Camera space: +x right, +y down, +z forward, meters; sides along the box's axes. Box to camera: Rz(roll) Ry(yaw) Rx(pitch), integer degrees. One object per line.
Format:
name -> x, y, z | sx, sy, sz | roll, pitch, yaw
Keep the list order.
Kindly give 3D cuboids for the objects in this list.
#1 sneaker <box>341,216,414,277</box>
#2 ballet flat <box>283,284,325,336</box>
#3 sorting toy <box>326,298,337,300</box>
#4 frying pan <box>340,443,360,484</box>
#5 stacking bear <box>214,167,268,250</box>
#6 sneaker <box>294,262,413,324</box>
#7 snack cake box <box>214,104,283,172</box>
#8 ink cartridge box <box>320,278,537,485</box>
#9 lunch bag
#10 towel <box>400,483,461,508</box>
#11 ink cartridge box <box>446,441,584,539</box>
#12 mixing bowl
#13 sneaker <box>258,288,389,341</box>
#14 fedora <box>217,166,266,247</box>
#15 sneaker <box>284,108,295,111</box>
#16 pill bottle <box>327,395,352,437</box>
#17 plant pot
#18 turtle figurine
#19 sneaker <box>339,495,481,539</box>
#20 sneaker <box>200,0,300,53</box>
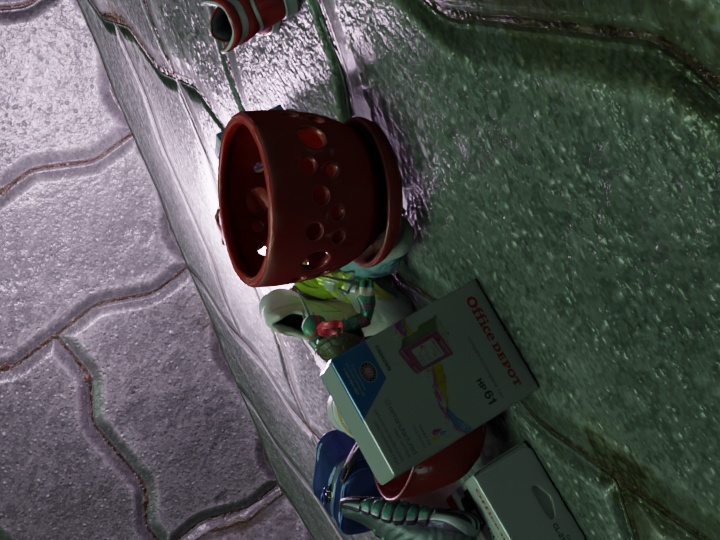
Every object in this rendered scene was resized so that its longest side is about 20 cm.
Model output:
sneaker -> 0.030, -0.030, 1.470 | 0.081, 0.075, 0.199 | 23, 169, -25
ballet flat -> -0.093, 0.066, 1.746 | 0.068, 0.071, 0.200 | 59, 165, 14
sorting toy -> -0.030, 0.058, 1.793 | 0.202, 0.069, 0.200 | 67, 166, -15
frying pan -> 0.025, 0.237, 1.781 | 0.031, 0.114, 0.193 | 33, -134, -32
stacking bear -> -0.098, -0.093, 1.499 | 0.115, 0.198, 0.122 | 56, 165, 22
sneaker -> 0.000, 0.000, 1.595 | 0.197, 0.106, 0.076 | 20, 152, 23
snack cake box -> -0.121, -0.129, 1.682 | 0.202, 0.114, 0.067 | 59, 161, 15
ink cartridge box -> 0.077, 0.123, 1.274 | 0.146, 0.198, 0.085 | 59, 162, 10
lunch bag -> 0.020, 0.339, 1.851 | 0.132, 0.197, 0.138 | 40, 132, 50
towel -> 0.121, 0.368, 1.526 | 0.032, 0.189, 0.202 | -43, 37, 36
ink cartridge box -> 0.191, 0.316, 1.442 | 0.147, 0.082, 0.200 | 59, 166, 15
mixing bowl -> 0.093, 0.194, 1.447 | 0.200, 0.106, 0.204 | -171, 90, -73
sneaker -> -0.046, 0.075, 1.634 | 0.080, 0.196, 0.072 | -117, 32, -67
fedora -> -0.140, -0.119, 1.779 | 0.201, 0.081, 0.201 | 50, -164, -20
sneaker -> -0.065, -0.131, 1.612 | 0.070, 0.106, 0.204 | 102, 168, -72
pill bottle -> 0.025, 0.196, 1.685 | 0.199, 0.103, 0.106 | -22, 96, 60
plant pot -> -0.058, -0.091, 1.338 | 0.200, 0.179, 0.205 | 172, 90, -67
turtle figurine -> -0.019, 0.085, 1.516 | 0.199, 0.102, 0.148 | 32, 141, -34
sneaker -> 0.054, 0.337, 1.432 | 0.197, 0.074, 0.089 | 3, 83, 33
sneaker -> -0.153, -0.324, 1.457 | 0.072, 0.111, 0.200 | 65, 166, -9
